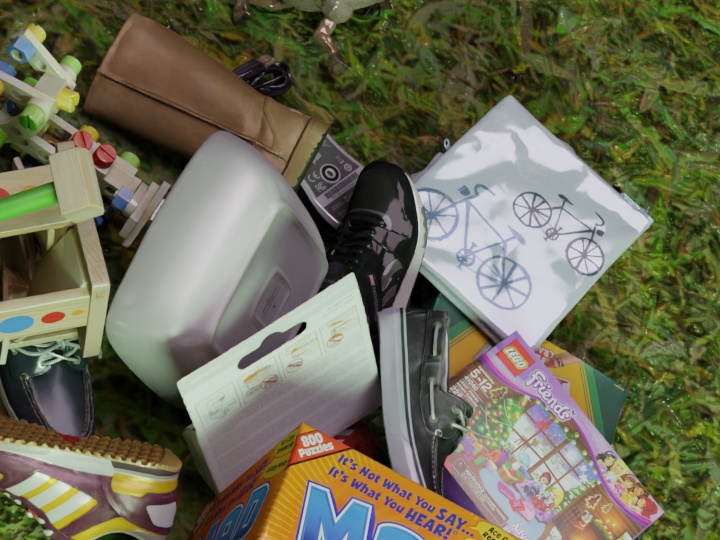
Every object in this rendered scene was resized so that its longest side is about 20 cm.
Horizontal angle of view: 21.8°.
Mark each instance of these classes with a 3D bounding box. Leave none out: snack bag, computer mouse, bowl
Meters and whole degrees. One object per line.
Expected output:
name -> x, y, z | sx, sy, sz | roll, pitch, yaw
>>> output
snack bag -> 0.136, -0.045, 1.675 | 0.189, 0.021, 0.200 | 42, 66, 7
computer mouse -> -0.058, -0.101, 1.683 | 0.110, 0.044, 0.200 | -36, 81, -35
bowl -> -0.099, 0.012, 1.481 | 0.075, 0.200, 0.200 | 20, 73, 24

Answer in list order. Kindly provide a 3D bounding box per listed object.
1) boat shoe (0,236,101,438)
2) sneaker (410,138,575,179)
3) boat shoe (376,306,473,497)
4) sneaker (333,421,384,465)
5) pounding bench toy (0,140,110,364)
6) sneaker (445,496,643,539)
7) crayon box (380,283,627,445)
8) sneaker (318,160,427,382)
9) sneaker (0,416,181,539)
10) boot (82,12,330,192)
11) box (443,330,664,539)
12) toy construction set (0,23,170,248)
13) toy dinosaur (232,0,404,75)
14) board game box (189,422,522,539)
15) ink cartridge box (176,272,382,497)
boat shoe -> -0.250, 0.052, 1.482 | 0.075, 0.062, 0.200 | -3, 66, -32
sneaker -> 0.106, -0.058, 1.735 | 0.200, 0.080, 0.071 | -17, 61, -12
boat shoe -> 0.055, 0.114, 1.492 | 0.071, 0.072, 0.200 | -8, 63, 4
sneaker -> 0.026, 0.184, 1.536 | 0.200, 0.078, 0.116 | 19, 54, -4
pounding bench toy -> -0.273, -0.019, 1.360 | 0.156, 0.200, 0.124 | -10, 66, -17
sneaker -> 0.146, 0.233, 1.601 | 0.200, 0.073, 0.082 | 10, 67, -13
crayon box -> 0.129, 0.113, 1.656 | 0.200, 0.058, 0.119 | 30, 54, -10
sneaker -> 0.000, 0.000, 1.585 | 0.088, 0.076, 0.200 | 18, 76, -55
sneaker -> -0.240, 0.168, 1.419 | 0.200, 0.075, 0.090 | 10, 98, 0
boot -> -0.150, -0.103, 1.620 | 0.200, 0.066, 0.175 | 27, 77, 2
box -> 0.140, 0.167, 1.563 | 0.137, 0.039, 0.200 | -34, 80, -28
toy construction set -> -0.228, -0.099, 1.533 | 0.200, 0.131, 0.092 | 46, 53, 1
toy dinosaur -> -0.042, -0.274, 1.766 | 0.200, 0.086, 0.136 | 23, 43, 4
board game box -> -0.029, 0.273, 1.394 | 0.200, 0.200, 0.200 | 29, 55, -12
ink cartridge box -> -0.067, 0.084, 1.453 | 0.160, 0.200, 0.047 | -32, 57, -13
